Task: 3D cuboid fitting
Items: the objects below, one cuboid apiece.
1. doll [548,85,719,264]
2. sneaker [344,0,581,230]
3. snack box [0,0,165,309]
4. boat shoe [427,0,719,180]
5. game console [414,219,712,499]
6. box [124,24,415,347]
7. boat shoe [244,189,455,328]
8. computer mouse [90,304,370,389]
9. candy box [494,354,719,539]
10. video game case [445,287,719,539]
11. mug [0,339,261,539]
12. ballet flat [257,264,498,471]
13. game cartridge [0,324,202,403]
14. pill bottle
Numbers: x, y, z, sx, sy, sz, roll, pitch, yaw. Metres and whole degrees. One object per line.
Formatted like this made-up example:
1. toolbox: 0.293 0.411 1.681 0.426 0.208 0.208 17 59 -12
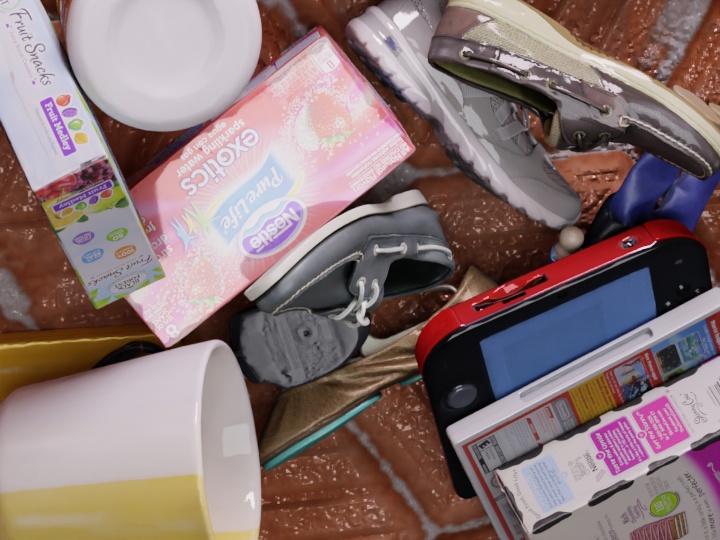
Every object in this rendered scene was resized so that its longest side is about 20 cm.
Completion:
1. doll: 0.180 -0.020 1.784 0.136 0.048 0.200 18 113 -44
2. sneaker: 0.083 -0.106 1.739 0.082 0.075 0.200 -44 112 -2
3. snack box: -0.187 -0.095 1.613 0.053 0.200 0.142 -26 149 -2
4. boat shoe: 0.132 -0.103 1.689 0.200 0.073 0.065 30 79 2
5. game console: 0.139 0.060 1.778 0.200 0.031 0.177 -23 135 -5
6. box: -0.072 -0.054 1.708 0.200 0.103 0.095 -39 98 3
7. boat shoe: 0.000 0.000 1.696 0.073 0.200 0.062 -37 84 29
8. computer mouse: -0.089 0.056 1.756 0.200 0.034 0.059 -16 97 4
9. candy box: 0.202 0.142 1.810 0.200 0.061 0.136 -27 139 -1
10. video game case: 0.164 0.099 1.805 0.200 0.017 0.143 -27 142 0
11. mug: -0.154 0.136 1.676 0.153 0.187 0.150 -5 131 10
12. ballet flat: 0.007 0.056 1.786 0.200 0.068 0.072 -28 88 0
13. game cartridge: -0.187 0.136 1.790 0.176 0.032 0.200 -4 108 -8
14. pill bottle: -0.124 -0.157 1.625 0.112 0.200 0.112 -3 106 -9
